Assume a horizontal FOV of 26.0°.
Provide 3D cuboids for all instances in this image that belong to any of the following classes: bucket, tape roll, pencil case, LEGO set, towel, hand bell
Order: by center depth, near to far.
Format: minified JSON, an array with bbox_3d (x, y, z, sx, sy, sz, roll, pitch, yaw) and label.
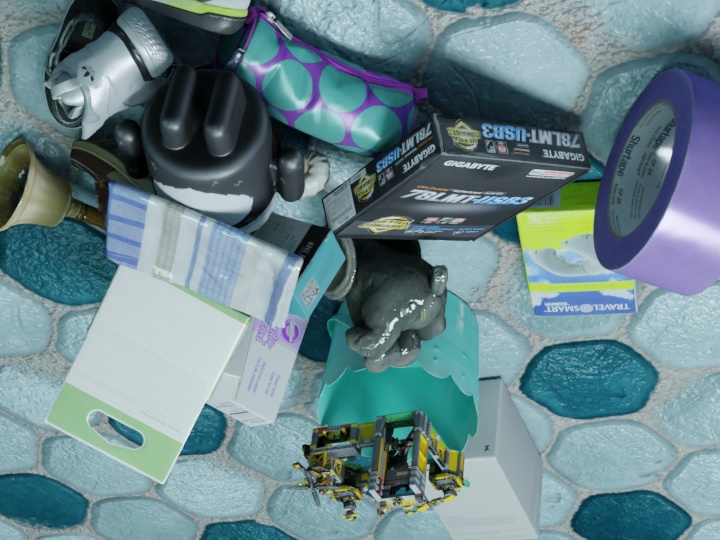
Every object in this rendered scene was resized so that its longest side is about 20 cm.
[{"bbox_3d":[0.303,-0.083,1.485,0.084,0.201,0.200,17,142,-12],"label":"tape roll"},{"bbox_3d":[-0.153,-0.012,1.495,0.198,0.024,0.147,23,153,-1],"label":"towel"},{"bbox_3d":[-0.041,-0.181,1.518,0.199,0.085,0.093,23,124,-19],"label":"pencil case"},{"bbox_3d":[-0.305,-0.065,1.735,0.199,0.105,0.104,19,143,-35],"label":"hand bell"},{"bbox_3d":[0.023,0.251,1.806,0.198,0.117,0.154,-5,141,16],"label":"LEGO set"},{"bbox_3d":[0.048,0.118,1.840,0.205,0.136,0.208,5,141,4],"label":"bucket"}]

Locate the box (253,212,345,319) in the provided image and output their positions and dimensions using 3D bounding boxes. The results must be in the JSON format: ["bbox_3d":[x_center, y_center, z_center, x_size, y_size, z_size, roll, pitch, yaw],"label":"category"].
[{"bbox_3d":[-0.120,-0.019,1.605,0.199,0.083,0.049,17,151,32],"label":"box"}]

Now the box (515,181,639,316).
[{"bbox_3d":[0.240,-0.015,1.709,0.121,0.048,0.201,-2,140,13],"label":"box"}]

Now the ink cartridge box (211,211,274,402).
[{"bbox_3d":[-0.183,0.024,1.702,0.145,0.202,0.086,13,154,-7],"label":"ink cartridge box"}]

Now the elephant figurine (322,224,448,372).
[{"bbox_3d":[0.000,0.000,1.702,0.155,0.201,0.142,-38,155,3],"label":"elephant figurine"}]

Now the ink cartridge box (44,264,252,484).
[{"bbox_3d":[-0.216,0.096,1.600,0.145,0.048,0.201,28,102,-2],"label":"ink cartridge box"}]

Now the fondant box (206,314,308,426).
[{"bbox_3d":[-0.168,0.072,1.807,0.199,0.145,0.058,32,153,-28],"label":"fondant box"}]

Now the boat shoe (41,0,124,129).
[{"bbox_3d":[-0.278,-0.197,1.553,0.073,0.069,0.200,20,140,-15],"label":"boat shoe"}]

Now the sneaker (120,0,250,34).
[{"bbox_3d":[-0.187,-0.286,1.446,0.198,0.072,0.084,18,107,-5],"label":"sneaker"}]

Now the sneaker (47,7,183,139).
[{"bbox_3d":[-0.229,-0.182,1.483,0.114,0.075,0.200,-34,175,1],"label":"sneaker"}]

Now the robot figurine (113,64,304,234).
[{"bbox_3d":[-0.141,-0.106,1.470,0.150,0.124,0.201,46,162,22],"label":"robot figurine"}]

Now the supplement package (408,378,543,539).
[{"bbox_3d":[0.150,0.246,1.996,0.120,0.121,0.201,-7,140,20],"label":"supplement package"}]

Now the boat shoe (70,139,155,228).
[{"bbox_3d":[-0.248,-0.074,1.628,0.199,0.072,0.072,31,178,34],"label":"boat shoe"}]

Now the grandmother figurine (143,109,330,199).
[{"bbox_3d":[-0.128,-0.113,1.593,0.198,0.123,0.061,12,-174,5],"label":"grandmother figurine"}]

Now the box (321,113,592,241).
[{"bbox_3d":[0.095,-0.087,1.564,0.199,0.050,0.198,2,159,-37],"label":"box"}]
